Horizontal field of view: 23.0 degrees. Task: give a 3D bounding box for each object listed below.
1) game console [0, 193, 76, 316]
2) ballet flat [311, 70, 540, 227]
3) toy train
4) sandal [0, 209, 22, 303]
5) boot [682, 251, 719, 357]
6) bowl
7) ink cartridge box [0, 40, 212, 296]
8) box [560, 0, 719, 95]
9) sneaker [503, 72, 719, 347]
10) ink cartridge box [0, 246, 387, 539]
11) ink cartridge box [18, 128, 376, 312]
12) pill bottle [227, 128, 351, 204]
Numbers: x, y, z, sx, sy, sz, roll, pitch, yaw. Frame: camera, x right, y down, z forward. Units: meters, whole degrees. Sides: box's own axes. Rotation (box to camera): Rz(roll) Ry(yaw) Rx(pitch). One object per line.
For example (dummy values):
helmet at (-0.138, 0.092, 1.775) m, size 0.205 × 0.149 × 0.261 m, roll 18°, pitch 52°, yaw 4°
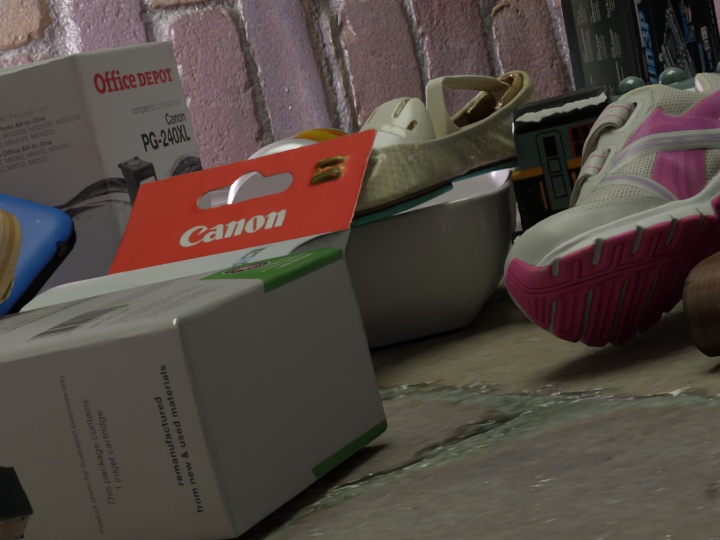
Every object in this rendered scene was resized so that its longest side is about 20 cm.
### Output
game console at (-0.257, 0.054, 0.930) m, size 0.170 × 0.119 × 0.200 m, roll 14°, pitch 48°, yaw 21°
ballet flat at (0.034, -0.071, 0.969) m, size 0.067 × 0.063 × 0.200 m, roll -8°, pitch 9°, yaw 39°
toy train at (0.169, -0.050, 0.926) m, size 0.199 × 0.115 × 0.085 m, roll -13°, pitch 7°, yaw 10°
sandal at (-0.194, 0.001, 0.842) m, size 0.069 × 0.078 × 0.211 m, roll 24°, pitch -9°, yaw -32°
boot at (0.254, -0.021, 0.716) m, size 0.199 × 0.064 × 0.186 m, roll -12°, pitch 19°, yaw 40°
bowl at (0.000, 0.000, 1.035) m, size 0.199 × 0.075 × 0.200 m, roll -13°, pitch 7°, yaw 7°
ink cartridge box at (-0.153, -0.033, 1.070) m, size 0.083 × 0.201 × 0.145 m, roll -11°, pitch 7°, yaw 19°
box at (0.189, -0.122, 1.132) m, size 0.046 × 0.201 × 0.159 m, roll -6°, pitch 10°, yaw 32°
sneaker at (0.132, -0.034, 0.830) m, size 0.199 × 0.088 × 0.082 m, roll -24°, pitch -33°, yaw -37°
ink cartridge box at (-0.112, 0.058, 0.706) m, size 0.199 × 0.085 × 0.146 m, roll -12°, pitch 6°, yaw 26°
ink cartridge box at (-0.088, 0.001, 0.870) m, size 0.159 × 0.047 × 0.201 m, roll -11°, pitch 44°, yaw 30°
pill bottle at (-0.044, -0.052, 1.414) m, size 0.110 × 0.112 × 0.200 m, roll -12°, pitch 7°, yaw 10°
